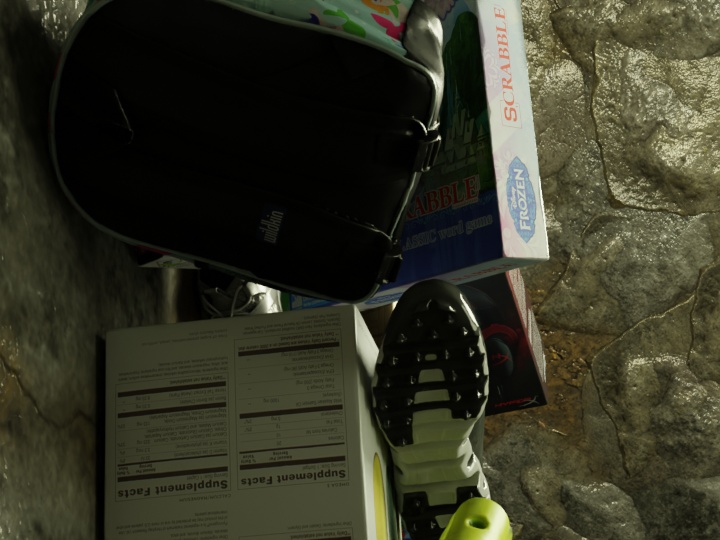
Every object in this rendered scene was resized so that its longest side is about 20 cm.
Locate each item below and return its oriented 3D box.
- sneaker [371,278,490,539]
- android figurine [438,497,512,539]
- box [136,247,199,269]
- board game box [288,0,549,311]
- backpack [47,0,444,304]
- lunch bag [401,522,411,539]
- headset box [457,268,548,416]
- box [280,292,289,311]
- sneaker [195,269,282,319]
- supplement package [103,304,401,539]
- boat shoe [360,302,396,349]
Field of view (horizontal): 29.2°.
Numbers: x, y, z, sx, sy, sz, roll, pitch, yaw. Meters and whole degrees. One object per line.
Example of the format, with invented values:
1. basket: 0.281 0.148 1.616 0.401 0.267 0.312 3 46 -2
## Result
1. sneaker: 0.041 0.071 0.808 0.091 0.066 0.202 -93 176 -49
2. android figurine: 0.039 0.215 0.736 0.200 0.041 0.184 -46 149 -63
3. box: -0.099 -0.102 0.906 0.109 0.035 0.203 3 77 -40
4. board game box: 0.021 -0.085 0.850 0.041 0.199 0.202 3 76 -40
5. backpack: -0.065 -0.091 0.753 0.151 0.198 0.179 -90 -166 -53
6. lunch bag: 0.004 0.091 1.053 0.151 0.093 0.202 -68 141 -60
7. headset box: 0.065 0.033 1.162 0.075 0.147 0.201 -86 160 -50
8. box: -0.032 0.052 1.160 0.200 0.048 0.119 41 39 -65
9. sneaker: -0.092 0.038 0.997 0.082 0.074 0.202 33 42 -62
10. supplement package: -0.056 0.144 0.804 0.152 0.149 0.202 64 21 -69
11. boat shoe: 0.000 0.000 0.954 0.065 0.072 0.202 21 53 -57
